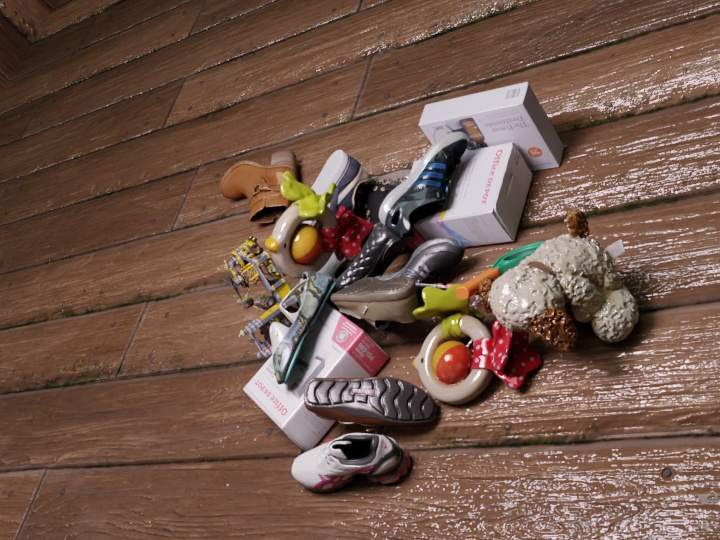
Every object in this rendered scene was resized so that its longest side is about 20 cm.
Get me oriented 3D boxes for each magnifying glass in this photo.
[{"bbox_3d":[0.210,-0.001,1.413,0.198,0.023,0.079,-25,9,-40],"label":"magnifying glass"}]

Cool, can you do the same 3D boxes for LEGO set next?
[{"bbox_3d":[-0.181,0.055,1.635,0.115,0.202,0.153,-35,28,-13],"label":"LEGO set"}]

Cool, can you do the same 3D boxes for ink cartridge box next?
[{"bbox_3d":[-0.074,0.166,1.543,0.201,0.085,0.145,-50,38,-6],"label":"ink cartridge box"},{"bbox_3d":[0.169,-0.117,1.589,0.197,0.086,0.149,-5,52,37],"label":"ink cartridge box"}]

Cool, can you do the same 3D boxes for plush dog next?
[{"bbox_3d":[0.254,0.024,1.295,0.171,0.163,0.199,-31,33,-26],"label":"plush dog"}]

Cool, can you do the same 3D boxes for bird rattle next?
[{"bbox_3d":[0.158,0.121,1.400,0.200,0.112,0.164,43,103,34],"label":"bird rattle"},{"bbox_3d":[-0.082,-0.064,1.586,0.112,0.200,0.164,32,76,34],"label":"bird rattle"}]

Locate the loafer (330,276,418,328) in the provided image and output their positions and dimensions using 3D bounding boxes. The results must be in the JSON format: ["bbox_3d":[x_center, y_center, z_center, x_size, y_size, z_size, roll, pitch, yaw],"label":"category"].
[{"bbox_3d":[0.021,0.053,1.490,0.075,0.068,0.199,-26,12,-28],"label":"loafer"}]

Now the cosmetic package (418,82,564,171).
[{"bbox_3d":[0.217,-0.224,1.592,0.198,0.151,0.052,-6,52,38],"label":"cosmetic package"}]

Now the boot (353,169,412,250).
[{"bbox_3d":[0.022,-0.094,1.712,0.197,0.073,0.152,-9,50,31],"label":"boot"}]

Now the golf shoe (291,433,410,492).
[{"bbox_3d":[-0.028,0.270,1.402,0.198,0.092,0.074,-17,46,31],"label":"golf shoe"}]

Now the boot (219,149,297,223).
[{"bbox_3d":[-0.214,-0.152,1.979,0.197,0.077,0.157,-15,50,20],"label":"boot"}]

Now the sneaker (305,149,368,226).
[{"bbox_3d":[-0.061,-0.111,1.698,0.201,0.079,0.079,-51,34,17],"label":"sneaker"}]

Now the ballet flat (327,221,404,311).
[{"bbox_3d":[0.000,0.000,1.606,0.200,0.066,0.057,-47,51,17],"label":"ballet flat"}]

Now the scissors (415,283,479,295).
[{"bbox_3d":[0.131,0.024,1.461,0.196,0.073,0.014,7,85,16],"label":"scissors"}]

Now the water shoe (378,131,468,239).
[{"bbox_3d":[0.118,-0.132,1.544,0.079,0.072,0.200,41,85,24],"label":"water shoe"}]

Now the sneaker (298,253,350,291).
[{"bbox_3d":[-0.055,-0.012,1.713,0.090,0.076,0.202,-10,47,12],"label":"sneaker"}]

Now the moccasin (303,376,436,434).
[{"bbox_3d":[0.015,0.203,1.424,0.197,0.078,0.075,-2,62,10],"label":"moccasin"}]

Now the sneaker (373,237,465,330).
[{"bbox_3d":[0.092,0.023,1.547,0.199,0.073,0.083,-37,41,25],"label":"sneaker"}]

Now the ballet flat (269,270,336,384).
[{"bbox_3d":[-0.106,0.085,1.518,0.073,0.075,0.202,-3,48,39],"label":"ballet flat"}]
